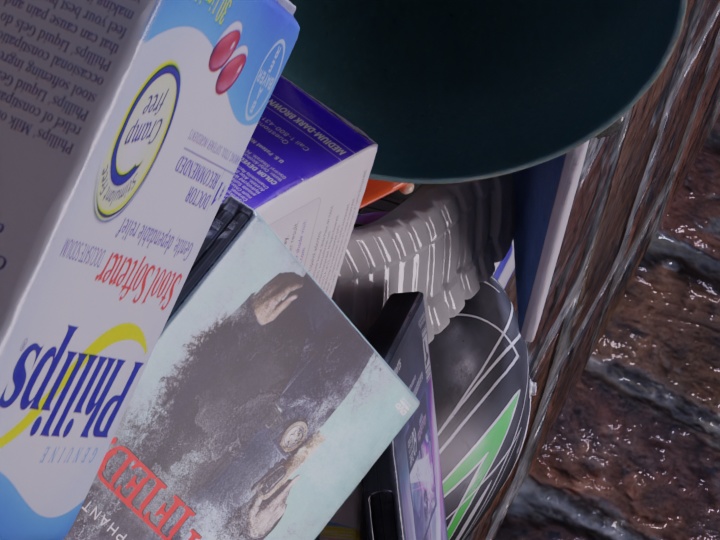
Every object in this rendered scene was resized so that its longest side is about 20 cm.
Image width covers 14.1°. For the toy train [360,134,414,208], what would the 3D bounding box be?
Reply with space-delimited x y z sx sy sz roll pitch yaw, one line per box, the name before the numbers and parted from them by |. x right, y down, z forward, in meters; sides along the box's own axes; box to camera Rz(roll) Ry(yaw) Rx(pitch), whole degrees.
toy train | 0.005 -0.061 1.309 0.150 0.056 0.200 -27 -176 -2

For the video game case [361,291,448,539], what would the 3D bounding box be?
video game case | 0.022 0.121 1.254 0.143 0.019 0.201 -57 141 -76

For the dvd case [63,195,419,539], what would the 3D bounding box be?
dvd case | -0.073 0.089 1.091 0.200 0.022 0.146 -50 138 -10

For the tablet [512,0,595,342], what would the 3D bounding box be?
tablet | 0.086 -0.068 1.327 0.200 0.014 0.131 98 -8 -60

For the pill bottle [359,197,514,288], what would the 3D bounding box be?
pill bottle | 0.030 -0.004 1.711 0.200 0.112 0.112 -63 170 -18

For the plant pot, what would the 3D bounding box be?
plant pot | 0.027 -0.153 1.186 0.201 0.199 0.135 105 -12 -45

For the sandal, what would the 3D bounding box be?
sandal | 0.001 0.007 1.330 0.202 0.050 0.083 -30 122 -45

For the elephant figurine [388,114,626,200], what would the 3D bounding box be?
elephant figurine | 0.060 -0.072 1.612 0.200 0.154 0.142 67 26 -66

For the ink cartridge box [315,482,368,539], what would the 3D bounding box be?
ink cartridge box | -0.022 0.146 1.241 0.200 0.067 0.117 -85 166 -50

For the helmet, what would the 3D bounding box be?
helmet | -0.013 0.068 1.440 0.191 0.200 0.200 -61 174 33

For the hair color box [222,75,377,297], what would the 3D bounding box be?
hair color box | -0.088 0.011 1.118 0.200 0.065 0.110 -32 149 -45

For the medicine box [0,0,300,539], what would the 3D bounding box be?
medicine box | -0.117 -0.022 0.909 0.182 0.103 0.201 22 92 -80
